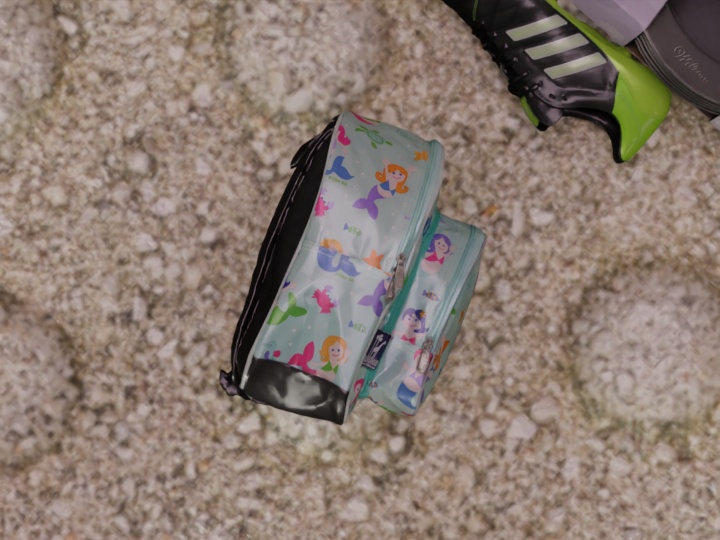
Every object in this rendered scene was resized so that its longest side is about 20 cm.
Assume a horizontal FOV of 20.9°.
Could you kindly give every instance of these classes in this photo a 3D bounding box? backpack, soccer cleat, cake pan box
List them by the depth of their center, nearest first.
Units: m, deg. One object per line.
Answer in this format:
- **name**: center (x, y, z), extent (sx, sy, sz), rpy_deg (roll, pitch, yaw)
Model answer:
- **backpack**: center (0.000, 0.000, 1.289), extent (0.150, 0.178, 0.200), rpy_deg (14, 87, -1)
- **cake pan box**: center (0.267, -0.199, 1.347), extent (0.184, 0.052, 0.200), rpy_deg (41, 74, -2)
- **soccer cleat**: center (0.122, -0.149, 1.360), extent (0.200, 0.068, 0.081), rpy_deg (31, 86, -1)
